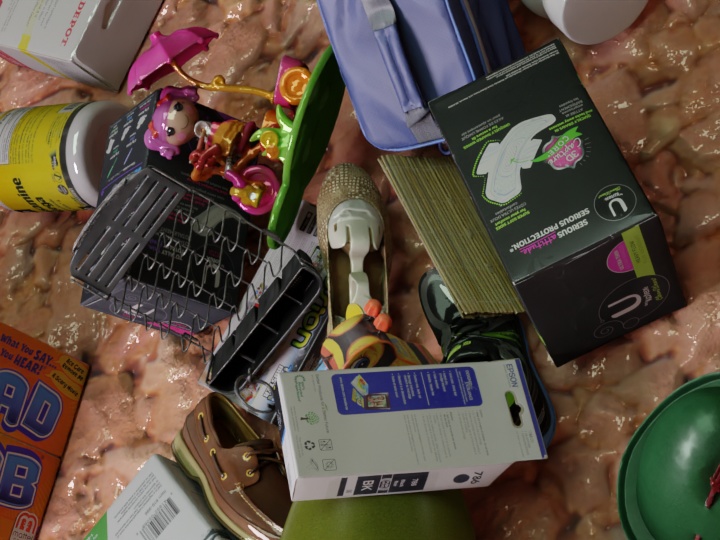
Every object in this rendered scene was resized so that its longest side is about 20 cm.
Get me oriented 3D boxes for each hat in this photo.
[{"bbox_3d":[0.238,0.119,1.279,0.200,0.176,0.166,-40,50,14],"label":"hat"}]

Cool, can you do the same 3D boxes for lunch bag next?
[{"bbox_3d":[0.053,-0.199,1.558,0.135,0.201,0.132,-11,18,34],"label":"lunch bag"}]

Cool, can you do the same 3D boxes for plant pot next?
[{"bbox_3d":[0.014,0.235,1.398,0.200,0.200,0.193,-23,45,26],"label":"plant pot"}]

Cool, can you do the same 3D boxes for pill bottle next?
[{"bbox_3d":[-0.329,-0.118,1.860,0.199,0.112,0.113,-1,68,37],"label":"pill bottle"},{"bbox_3d":[0.170,-0.297,1.575,0.114,0.114,0.200,-43,49,12],"label":"pill bottle"}]

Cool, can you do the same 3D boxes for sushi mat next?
[{"bbox_3d":[0.091,-0.032,1.527,0.012,0.095,0.200,-63,39,38],"label":"sushi mat"}]

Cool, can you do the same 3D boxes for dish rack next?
[{"bbox_3d":[-0.152,0.004,1.564,0.154,0.200,0.055,-51,22,20],"label":"dish rack"}]

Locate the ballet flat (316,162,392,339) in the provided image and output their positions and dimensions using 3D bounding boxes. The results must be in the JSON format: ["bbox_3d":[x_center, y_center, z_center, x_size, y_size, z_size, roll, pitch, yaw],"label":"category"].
[{"bbox_3d":[0.000,0.000,1.558,0.070,0.065,0.201,-5,84,-9],"label":"ballet flat"}]

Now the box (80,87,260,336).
[{"bbox_3d":[-0.182,-0.053,1.696,0.106,0.122,0.201,-26,51,51],"label":"box"}]

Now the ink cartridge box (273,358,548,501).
[{"bbox_3d":[0.037,0.122,1.365,0.199,0.039,0.100,-3,51,-12],"label":"ink cartridge box"}]

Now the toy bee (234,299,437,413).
[{"bbox_3d":[0.012,0.079,1.444,0.131,0.200,0.109,44,116,18],"label":"toy bee"}]

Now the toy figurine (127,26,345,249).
[{"bbox_3d":[-0.129,-0.142,1.623,0.183,0.150,0.201,19,94,9],"label":"toy figurine"}]

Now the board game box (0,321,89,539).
[{"bbox_3d":[-0.430,0.147,1.747,0.199,0.200,0.201,4,71,37],"label":"board game box"}]

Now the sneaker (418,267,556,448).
[{"bbox_3d":[0.100,0.067,1.471,0.071,0.083,0.200,-37,51,16],"label":"sneaker"}]

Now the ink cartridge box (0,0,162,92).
[{"bbox_3d":[-0.327,-0.293,1.962,0.200,0.083,0.146,18,81,41],"label":"ink cartridge box"}]

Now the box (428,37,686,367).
[{"bbox_3d":[0.160,-0.054,1.428,0.124,0.149,0.200,-26,54,6],"label":"box"}]

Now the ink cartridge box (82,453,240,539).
[{"bbox_3d":[-0.157,0.284,1.555,0.147,0.083,0.200,-49,48,6],"label":"ink cartridge box"}]

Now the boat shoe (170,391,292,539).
[{"bbox_3d":[-0.100,0.181,1.561,0.200,0.072,0.068,43,116,42],"label":"boat shoe"}]

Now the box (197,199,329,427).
[{"bbox_3d":[-0.062,0.040,1.636,0.110,0.035,0.200,25,84,41],"label":"box"}]
